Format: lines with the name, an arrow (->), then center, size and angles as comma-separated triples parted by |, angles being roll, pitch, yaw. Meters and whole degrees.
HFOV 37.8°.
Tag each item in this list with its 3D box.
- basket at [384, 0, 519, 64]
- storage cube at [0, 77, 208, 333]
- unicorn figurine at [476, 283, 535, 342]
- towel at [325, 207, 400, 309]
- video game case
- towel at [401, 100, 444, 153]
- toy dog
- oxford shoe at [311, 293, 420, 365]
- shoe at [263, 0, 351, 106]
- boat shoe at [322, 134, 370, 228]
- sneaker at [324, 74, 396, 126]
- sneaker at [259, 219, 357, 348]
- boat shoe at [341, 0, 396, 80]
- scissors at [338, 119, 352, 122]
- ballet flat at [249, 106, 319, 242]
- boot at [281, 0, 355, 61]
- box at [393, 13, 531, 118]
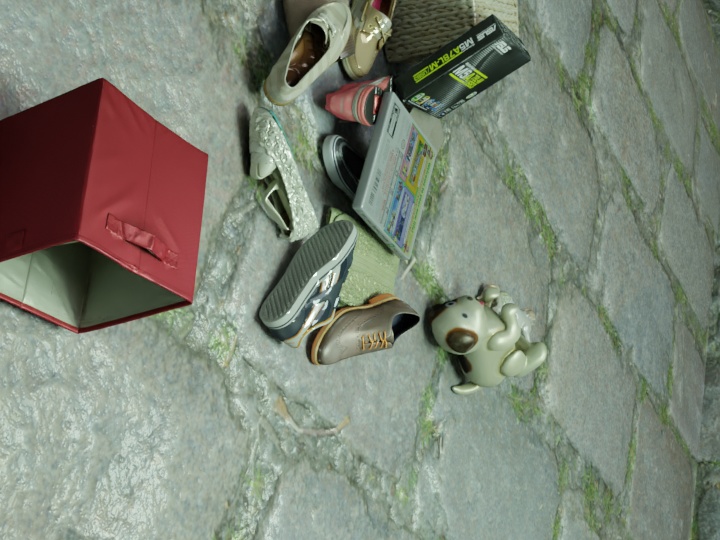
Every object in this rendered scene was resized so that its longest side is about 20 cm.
basket -> 0.156, -0.452, 1.821 | 0.199, 0.196, 0.163 | -13, 98, -57
storage cube -> -0.282, -0.060, 1.089 | 0.171, 0.198, 0.182 | 35, 51, -49
unicorn figurine -> 0.296, 0.102, 2.063 | 0.201, 0.073, 0.138 | 58, 41, -35
towel -> 0.000, 0.000, 1.655 | 0.199, 0.036, 0.151 | 31, 61, -51
video game case -> 0.057, -0.146, 1.652 | 0.182, 0.022, 0.203 | 44, 56, -53
towel -> 0.095, -0.228, 1.830 | 0.201, 0.034, 0.134 | -62, 143, -43
toy dog -> 0.203, 0.116, 1.877 | 0.200, 0.193, 0.140 | 38, 17, -44
oxford shoe -> 0.009, 0.093, 1.591 | 0.199, 0.072, 0.072 | -30, 128, -37
shoe -> -0.065, -0.314, 1.489 | 0.070, 0.053, 0.201 | 37, 64, -9
boat shoe -> 0.010, -0.140, 1.663 | 0.201, 0.067, 0.072 | 55, 43, -37
sneaker -> 0.002, -0.275, 1.663 | 0.200, 0.086, 0.075 | -34, 131, -69
sneaker -> -0.064, 0.020, 1.503 | 0.201, 0.078, 0.080 | -52, 133, -22
boat shoe -> 0.019, -0.403, 1.715 | 0.074, 0.068, 0.203 | 40, 53, -47
scissors -> 0.022, -0.252, 1.747 | 0.200, 0.014, 0.074 | -47, 126, -51
ballet flat -> -0.117, -0.127, 1.471 | 0.072, 0.071, 0.202 | -52, 127, -47
boot -> -0.087, -0.370, 1.561 | 0.199, 0.070, 0.148 | -34, 104, -46
box -> 0.171, -0.329, 1.724 | 0.048, 0.192, 0.200 | 65, 19, 10
